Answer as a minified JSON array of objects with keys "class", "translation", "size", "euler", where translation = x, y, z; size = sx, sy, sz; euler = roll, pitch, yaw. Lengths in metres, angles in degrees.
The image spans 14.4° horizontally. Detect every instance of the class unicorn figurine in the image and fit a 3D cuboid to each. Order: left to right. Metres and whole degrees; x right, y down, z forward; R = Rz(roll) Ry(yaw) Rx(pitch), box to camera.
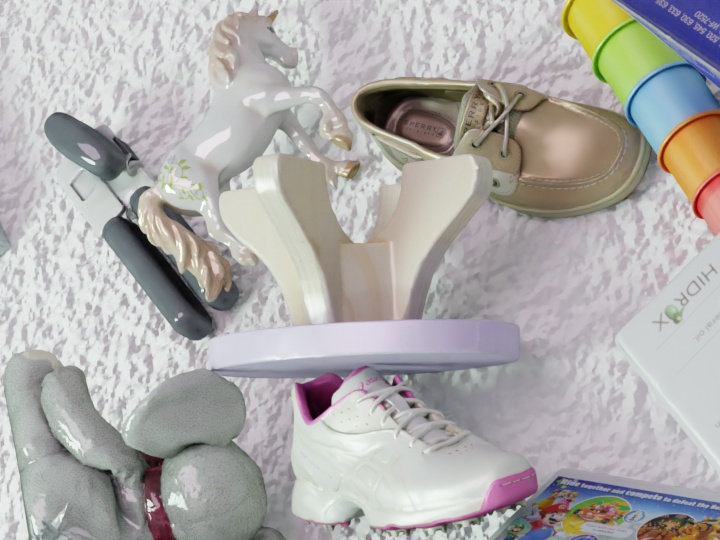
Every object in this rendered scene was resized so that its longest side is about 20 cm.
[{"class":"unicorn figurine","translation":[-0.069,-0.088,1.827],"size":[0.137,0.074,0.200],"euler":[35,67,20]}]

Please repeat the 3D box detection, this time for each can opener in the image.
[{"class":"can opener","translation":[-0.154,-0.034,1.880],"size":[0.053,0.067,0.200],"euler":[-48,48,8]}]

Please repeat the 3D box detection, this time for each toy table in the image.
[{"class":"toy table","translation":[0.000,0.000,1.686],"size":[0.199,0.184,0.118],"euler":[-5,82,21]}]

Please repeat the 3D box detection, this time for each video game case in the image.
[{"class":"video game case","translation":[0.111,0.173,1.521],"size":[0.143,0.018,0.200],"euler":[6,34,40]}]

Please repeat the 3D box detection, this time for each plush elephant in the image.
[{"class":"plush elephant","translation":[-0.126,0.135,1.730],"size":[0.200,0.154,0.165],"euler":[-129,31,-73]}]

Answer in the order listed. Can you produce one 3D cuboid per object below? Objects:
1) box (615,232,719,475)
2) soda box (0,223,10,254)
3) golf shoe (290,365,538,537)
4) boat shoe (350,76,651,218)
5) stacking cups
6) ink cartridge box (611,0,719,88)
[{"class":"box","translation":[0.279,0.052,1.409],"size":[0.200,0.199,0.171],"euler":[-45,49,11]},{"class":"soda box","translation":[-0.319,-0.075,2.033],"size":[0.068,0.064,0.200],"euler":[-40,50,14]},{"class":"golf shoe","translation":[0.021,0.102,1.631],"size":[0.200,0.075,0.092],"euler":[-3,101,51]},{"class":"boat shoe","translation":[0.081,-0.081,1.720],"size":[0.200,0.065,0.072],"euler":[13,77,39]},{"class":"stacking cups","translation":[0.182,-0.085,1.651],"size":[0.060,0.060,0.200],"euler":[-37,55,17]},{"class":"ink cartridge box","translation":[0.227,-0.100,1.525],"size":[0.047,0.200,0.198],"euler":[-53,48,4]}]
